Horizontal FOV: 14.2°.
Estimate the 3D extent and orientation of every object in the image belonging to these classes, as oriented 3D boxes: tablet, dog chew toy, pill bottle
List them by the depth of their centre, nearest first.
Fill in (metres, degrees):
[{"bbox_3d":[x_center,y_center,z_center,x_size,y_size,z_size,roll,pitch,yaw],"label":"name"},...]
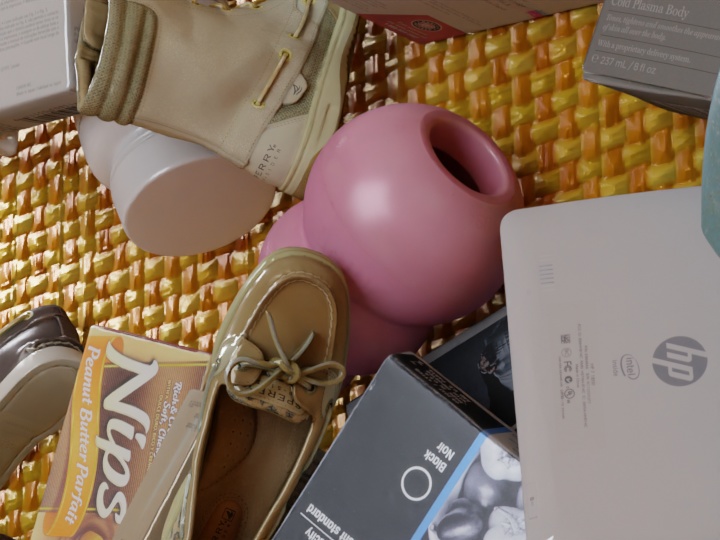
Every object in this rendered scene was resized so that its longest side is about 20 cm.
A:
[{"bbox_3d":[0.142,0.051,1.472,0.130,0.014,0.201,-7,64,7],"label":"tablet"},{"bbox_3d":[0.000,0.000,1.607,0.200,0.124,0.125,-46,49,32],"label":"dog chew toy"},{"bbox_3d":[-0.124,-0.115,1.765,0.113,0.113,0.200,-40,51,27],"label":"pill bottle"}]

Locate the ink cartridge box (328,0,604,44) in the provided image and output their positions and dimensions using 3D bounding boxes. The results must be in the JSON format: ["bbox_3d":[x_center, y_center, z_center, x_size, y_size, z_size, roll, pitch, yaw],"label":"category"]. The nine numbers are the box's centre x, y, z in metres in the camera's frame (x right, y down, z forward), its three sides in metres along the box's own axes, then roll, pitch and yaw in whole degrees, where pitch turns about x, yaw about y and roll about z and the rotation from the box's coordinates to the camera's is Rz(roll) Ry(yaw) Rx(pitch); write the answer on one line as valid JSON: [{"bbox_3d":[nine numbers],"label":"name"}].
[{"bbox_3d":[0.073,-0.190,1.602,0.200,0.116,0.068,-9,69,40],"label":"ink cartridge box"}]

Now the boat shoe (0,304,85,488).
[{"bbox_3d":[-0.251,0.100,1.842,0.200,0.072,0.060,-42,45,21],"label":"boat shoe"}]

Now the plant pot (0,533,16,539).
[{"bbox_3d":[-0.317,0.232,1.764,0.187,0.200,0.188,-17,64,38],"label":"plant pot"}]

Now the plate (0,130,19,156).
[{"bbox_3d":[-0.237,-0.172,1.865,0.200,0.032,0.201,-178,94,-76],"label":"plate"}]

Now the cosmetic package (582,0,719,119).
[{"bbox_3d":[0.204,-0.177,1.495,0.107,0.090,0.201,14,88,48],"label":"cosmetic package"}]

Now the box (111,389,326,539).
[{"bbox_3d":[-0.101,0.173,1.622,0.200,0.078,0.095,-63,12,-8],"label":"box"}]

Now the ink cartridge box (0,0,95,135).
[{"bbox_3d":[-0.214,-0.186,1.744,0.162,0.057,0.201,-11,74,42],"label":"ink cartridge box"}]

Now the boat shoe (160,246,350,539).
[{"bbox_3d":[-0.052,0.087,1.534,0.063,0.073,0.201,-111,37,-77],"label":"boat shoe"}]

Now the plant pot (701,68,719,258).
[{"bbox_3d":[0.270,-0.047,1.320,0.200,0.196,0.196,-54,46,27],"label":"plant pot"}]

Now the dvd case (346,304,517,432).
[{"bbox_3d":[0.084,0.094,1.556,0.200,0.025,0.151,-33,55,30],"label":"dvd case"}]

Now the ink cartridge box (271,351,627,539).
[{"bbox_3d":[0.042,0.179,1.506,0.198,0.043,0.200,37,105,24],"label":"ink cartridge box"}]

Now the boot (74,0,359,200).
[{"bbox_3d":[-0.083,-0.140,1.680,0.200,0.154,0.072,-83,16,-44],"label":"boot"}]

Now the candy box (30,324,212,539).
[{"bbox_3d":[-0.134,0.141,1.725,0.115,0.055,0.201,11,83,45],"label":"candy box"}]
